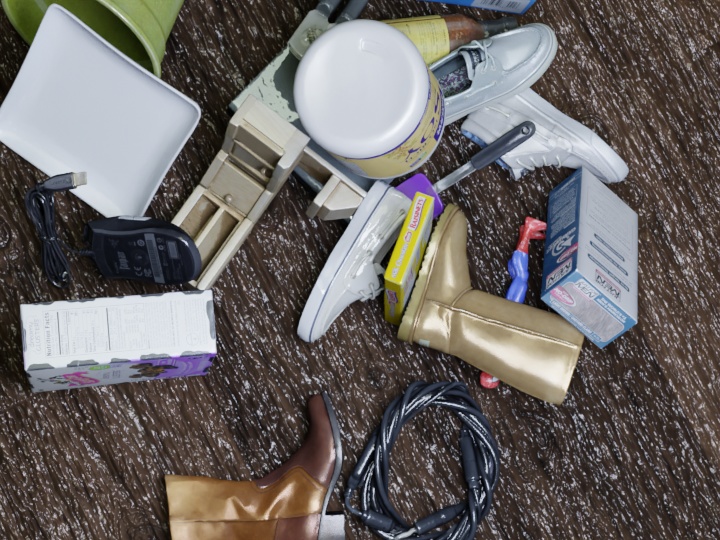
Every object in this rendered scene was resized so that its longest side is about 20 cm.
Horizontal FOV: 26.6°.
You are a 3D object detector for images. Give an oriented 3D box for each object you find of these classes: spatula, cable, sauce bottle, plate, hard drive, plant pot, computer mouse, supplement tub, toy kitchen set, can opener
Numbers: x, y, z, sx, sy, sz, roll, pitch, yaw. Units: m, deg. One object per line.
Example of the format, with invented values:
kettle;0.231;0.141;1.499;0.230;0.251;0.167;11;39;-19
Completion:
spatula;0.118;-0.115;1.770;0.199;0.021;0.057;-34;88;5
cable;0.083;0.221;1.724;0.162;0.051;0.201;31;76;-4
sauce bottle;0.091;-0.270;1.802;0.197;0.066;0.067;-7;81;-13
plate;-0.289;-0.169;1.674;0.199;0.200;0.032;35;36;-2
hard drive;-0.038;-0.168;1.778;0.200;0.033;0.140;44;75;-1
plant pot;-0.268;-0.328;1.695;0.199;0.200;0.185;31;66;-4
computer mouse;-0.267;-0.052;1.651;0.197;0.046;0.142;-2;122;20
supplement tub;0.016;-0.179;1.654;0.143;0.200;0.148;-1;84;11
toy kitchen set;-0.112;-0.054;1.658;0.162;0.200;0.181;36;77;-2
can opener;-0.034;-0.290;1.763;0.052;0.067;0.201;33;50;-6

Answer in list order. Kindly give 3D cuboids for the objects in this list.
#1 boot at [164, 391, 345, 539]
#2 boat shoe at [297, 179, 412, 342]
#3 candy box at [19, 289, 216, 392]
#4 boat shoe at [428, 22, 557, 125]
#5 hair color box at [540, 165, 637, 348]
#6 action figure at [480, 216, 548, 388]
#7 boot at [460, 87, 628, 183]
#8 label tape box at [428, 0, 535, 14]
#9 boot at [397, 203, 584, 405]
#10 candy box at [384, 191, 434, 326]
boot;-0.118;0.232;1.692;0.197;0.068;0.191;-1;87;-3
boat shoe;0.000;0.000;1.721;0.069;0.071;0.201;30;87;7
candy box;-0.259;0.076;1.624;0.197;0.168;0.073;-5;79;-11
boat shoe;0.134;-0.229;1.762;0.199;0.071;0.071;-29;68;12
hair color box;0.262;-0.018;1.727;0.100;0.060;0.201;38;35;-18
action figure;0.199;0.051;1.767;0.098;0.065;0.202;22;77;3
boot;0.215;-0.142;1.808;0.199;0.074;0.096;36;82;6
label tape box;0.143;-0.423;1.840;0.142;0.063;0.203;6;80;-10
boot;0.159;0.037;1.711;0.198;0.066;0.177;19;82;6
candy box;0.053;-0.010;1.682;0.026;0.200;0.103;22;77;6
